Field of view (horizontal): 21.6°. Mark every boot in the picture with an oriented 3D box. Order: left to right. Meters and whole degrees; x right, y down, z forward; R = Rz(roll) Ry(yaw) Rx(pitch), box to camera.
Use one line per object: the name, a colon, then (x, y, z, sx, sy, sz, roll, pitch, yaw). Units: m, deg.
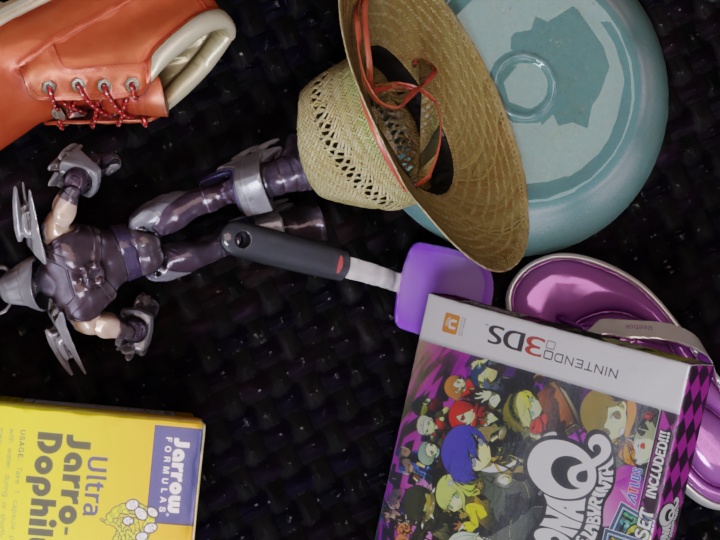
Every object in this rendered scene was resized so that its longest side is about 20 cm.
boot: (-0.166, -0.110, 1.078, 0.200, 0.075, 0.107, -42, 72, -7)

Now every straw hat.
straw hat: (0.010, -0.077, 1.055, 0.085, 0.201, 0.203, -23, 91, 24)

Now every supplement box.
supplement box: (-0.192, 0.127, 1.061, 0.198, 0.109, 0.111, 6, 87, -7)

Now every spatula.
spatula: (0.000, 0.000, 1.101, 0.199, 0.020, 0.057, 16, 86, -39)

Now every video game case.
video game case: (0.096, 0.129, 1.072, 0.180, 0.036, 0.202, 16, 94, 37)

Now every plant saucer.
plant saucer: (0.097, -0.110, 1.147, 0.198, 0.036, 0.202, 0, 88, -8)

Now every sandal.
sandal: (0.177, 0.063, 1.144, 0.202, 0.050, 0.083, 41, 83, -4)

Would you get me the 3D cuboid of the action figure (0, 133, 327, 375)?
action figure: (-0.121, -0.015, 1.087, 0.198, 0.069, 0.131, -18, 121, -9)

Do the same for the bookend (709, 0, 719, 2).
bookend: (0.310, -0.085, 1.147, 0.198, 0.092, 0.201, 3, 88, -7)
